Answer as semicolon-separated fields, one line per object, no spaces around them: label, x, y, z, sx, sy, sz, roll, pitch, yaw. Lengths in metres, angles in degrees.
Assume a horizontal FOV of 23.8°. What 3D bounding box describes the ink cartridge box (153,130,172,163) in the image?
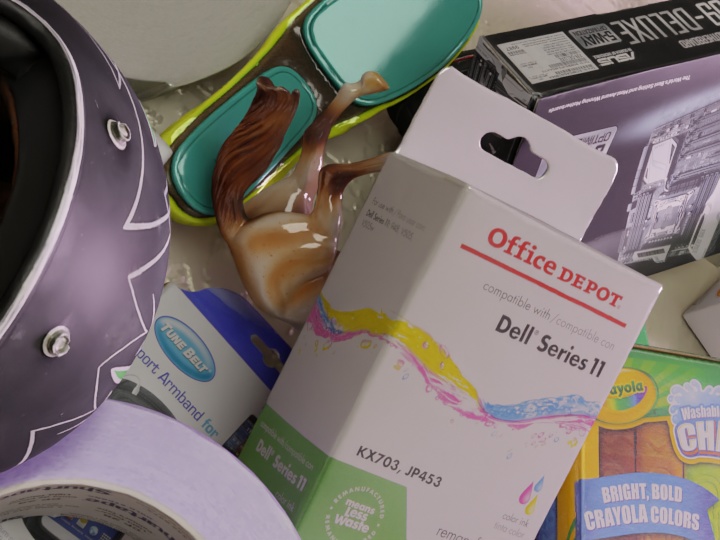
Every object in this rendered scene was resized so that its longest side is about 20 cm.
ink cartridge box;-0.205;-0.063;0.717;0.200;0.083;0.145;45;62;-13

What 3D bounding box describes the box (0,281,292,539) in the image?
box;-0.101;0.099;0.761;0.119;0.041;0.200;49;58;-9

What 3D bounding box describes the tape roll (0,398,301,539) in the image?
tape roll;-0.116;0.153;0.651;0.199;0.085;0.201;4;74;-13

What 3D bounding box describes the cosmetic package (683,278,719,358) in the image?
cosmetic package;0.276;-0.021;0.971;0.200;0.083;0.051;-39;95;-30

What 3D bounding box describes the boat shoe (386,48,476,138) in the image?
boat shoe;0.107;-0.095;0.898;0.201;0.074;0.063;-16;57;-29

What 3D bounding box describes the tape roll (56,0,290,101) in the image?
tape roll;-0.112;-0.182;0.800;0.202;0.037;0.203;7;79;-39

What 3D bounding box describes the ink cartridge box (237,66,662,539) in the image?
ink cartridge box;0.045;0.029;0.719;0.117;0.067;0.200;24;94;-31

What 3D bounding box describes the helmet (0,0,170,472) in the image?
helmet;-0.160;-0.021;0.570;0.191;0.200;0.200;34;64;-16

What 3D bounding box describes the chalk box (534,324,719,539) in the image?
chalk box;0.120;0.102;0.829;0.124;0.124;0.201;8;75;-26

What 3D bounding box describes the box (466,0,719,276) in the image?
box;0.129;-0.058;0.857;0.200;0.158;0.050;-15;51;-31

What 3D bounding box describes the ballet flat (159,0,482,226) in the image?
ballet flat;-0.029;-0.089;0.826;0.200;0.067;0.067;-39;103;-22

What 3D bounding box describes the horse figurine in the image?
horse figurine;0.000;0.000;0.773;0.133;0.050;0.200;-41;108;10
